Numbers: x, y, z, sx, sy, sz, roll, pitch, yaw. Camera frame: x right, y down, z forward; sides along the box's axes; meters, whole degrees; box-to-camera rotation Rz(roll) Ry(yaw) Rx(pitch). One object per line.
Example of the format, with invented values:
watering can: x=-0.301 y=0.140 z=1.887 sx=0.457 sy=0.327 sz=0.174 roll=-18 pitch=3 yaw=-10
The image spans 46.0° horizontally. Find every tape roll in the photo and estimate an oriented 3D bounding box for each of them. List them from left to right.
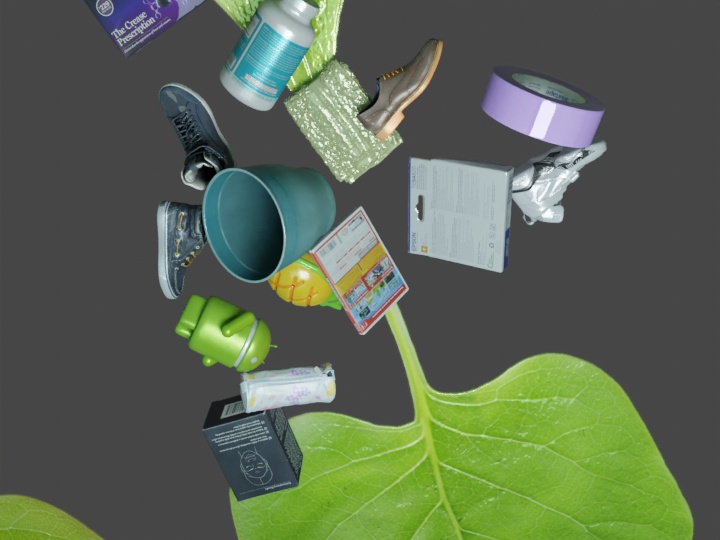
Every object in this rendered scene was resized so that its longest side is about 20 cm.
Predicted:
tape roll: x=0.306 y=-0.277 z=1.428 sx=0.197 sy=0.201 sz=0.066 roll=16 pitch=115 yaw=-4

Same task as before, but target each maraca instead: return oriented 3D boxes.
maraca: x=-0.101 y=0.021 z=1.650 sx=0.199 sy=0.108 sz=0.136 roll=34 pitch=156 yaw=-25

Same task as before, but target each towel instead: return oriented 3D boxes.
towel: x=-0.032 y=-0.268 z=1.547 sx=0.147 sy=0.037 sz=0.201 roll=-34 pitch=110 yaw=19

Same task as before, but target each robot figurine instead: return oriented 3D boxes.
robot figurine: x=-0.268 y=0.127 z=1.706 sx=0.198 sy=0.117 sz=0.176 roll=27 pitch=141 yaw=-11

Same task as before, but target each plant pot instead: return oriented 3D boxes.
plant pot: x=-0.150 y=-0.104 z=1.530 sx=0.198 sy=0.187 sz=0.203 roll=15 pitch=116 yaw=33

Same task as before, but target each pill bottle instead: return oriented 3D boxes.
pill bottle: x=-0.150 y=-0.385 z=1.456 sx=0.110 sy=0.111 sz=0.201 roll=33 pitch=114 yaw=-12

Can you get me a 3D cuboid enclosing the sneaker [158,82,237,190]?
sneaker: x=-0.301 y=-0.236 z=1.520 sx=0.076 sy=0.147 sz=0.203 roll=-30 pitch=109 yaw=19

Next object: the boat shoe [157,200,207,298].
boat shoe: x=-0.343 y=-0.035 z=1.657 sx=0.089 sy=0.071 sz=0.203 roll=4 pitch=114 yaw=6

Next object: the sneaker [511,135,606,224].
sneaker: x=0.366 y=-0.162 z=1.552 sx=0.198 sy=0.075 sz=0.116 roll=-23 pitch=113 yaw=20

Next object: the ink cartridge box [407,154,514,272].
ink cartridge box: x=0.185 y=-0.111 z=1.589 sx=0.197 sy=0.041 sz=0.203 roll=13 pitch=119 yaw=26

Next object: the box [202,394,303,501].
box: x=-0.227 y=0.373 z=1.827 sx=0.146 sy=0.107 sz=0.202 roll=-16 pitch=113 yaw=11

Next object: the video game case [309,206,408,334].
video game case: x=0.000 y=0.000 z=1.631 sx=0.017 sy=0.143 sz=0.202 roll=1 pitch=128 yaw=55

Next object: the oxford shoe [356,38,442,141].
oxford shoe: x=0.070 y=-0.327 z=1.477 sx=0.072 sy=0.071 sz=0.201 roll=34 pitch=96 yaw=-15

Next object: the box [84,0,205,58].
box: x=-0.358 y=-0.480 z=1.445 sx=0.198 sy=0.079 sz=0.142 roll=-30 pitch=108 yaw=17

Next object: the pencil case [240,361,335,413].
pencil case: x=-0.148 y=0.238 z=1.736 sx=0.197 sy=0.091 sz=0.085 roll=-5 pitch=80 yaw=-15
